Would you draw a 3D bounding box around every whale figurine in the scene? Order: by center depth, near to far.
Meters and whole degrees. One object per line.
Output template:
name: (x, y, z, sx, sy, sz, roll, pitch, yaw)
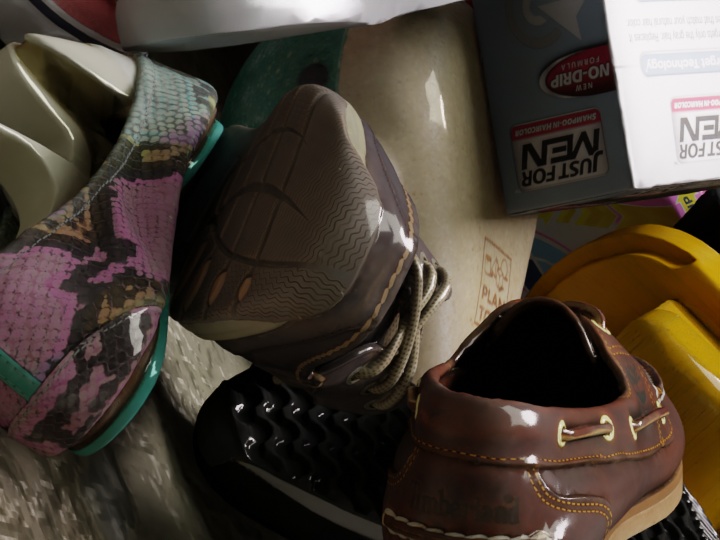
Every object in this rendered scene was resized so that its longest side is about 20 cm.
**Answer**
whale figurine: (0.000, 0.000, 0.958, 0.159, 0.103, 0.201, 33, 57, -64)

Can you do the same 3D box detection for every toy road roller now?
toy road roller: (0.136, 0.073, 0.983, 0.200, 0.123, 0.146, 46, 25, 10)

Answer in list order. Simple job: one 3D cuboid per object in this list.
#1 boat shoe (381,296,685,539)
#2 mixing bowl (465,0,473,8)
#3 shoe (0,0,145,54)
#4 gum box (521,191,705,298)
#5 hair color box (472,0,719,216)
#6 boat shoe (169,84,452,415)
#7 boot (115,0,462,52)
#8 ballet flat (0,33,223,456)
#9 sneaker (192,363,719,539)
boat shoe: (0.053, 0.043, 0.765, 0.200, 0.070, 0.071, -43, 135, -74)
mixing bowl: (0.042, -0.118, 1.076, 0.109, 0.199, 0.200, 68, 14, 8)
shoe: (-0.091, -0.133, 0.789, 0.200, 0.091, 0.072, 48, 19, -48)
gum box: (0.102, -0.019, 1.139, 0.199, 0.066, 0.114, 9, -38, 48)
hair color box: (0.086, -0.125, 0.955, 0.099, 0.060, 0.201, -7, 87, -47)
boat shoe: (-0.008, -0.002, 0.746, 0.073, 0.075, 0.200, 31, -2, -11)
boot: (-0.014, -0.122, 0.840, 0.200, 0.073, 0.096, -22, 104, -59)
ballet flat: (-0.080, -0.021, 0.728, 0.071, 0.069, 0.200, 41, 20, -15)
sneaker: (0.022, 0.094, 0.865, 0.199, 0.090, 0.070, 17, 36, -32)
